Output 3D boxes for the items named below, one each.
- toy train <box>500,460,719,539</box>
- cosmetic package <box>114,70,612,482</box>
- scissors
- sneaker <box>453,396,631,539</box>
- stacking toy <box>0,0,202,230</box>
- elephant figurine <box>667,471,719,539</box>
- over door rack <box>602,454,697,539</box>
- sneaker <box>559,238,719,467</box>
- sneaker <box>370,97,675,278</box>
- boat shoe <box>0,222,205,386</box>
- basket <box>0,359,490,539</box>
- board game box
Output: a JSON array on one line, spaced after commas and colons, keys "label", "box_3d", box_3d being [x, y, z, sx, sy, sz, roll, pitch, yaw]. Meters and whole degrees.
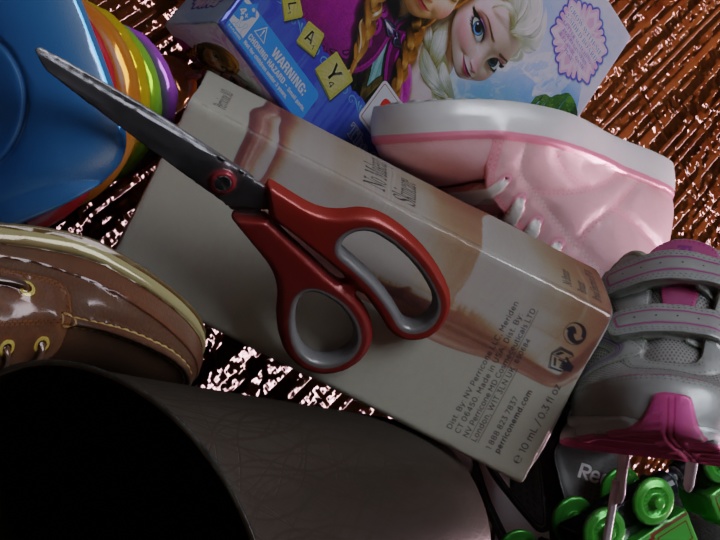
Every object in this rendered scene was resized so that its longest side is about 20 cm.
[{"label": "toy train", "box_3d": [0.126, 0.123, 1.172, 0.200, 0.042, 0.057, -29, 107, -20]}, {"label": "cosmetic package", "box_3d": [0.000, 0.000, 1.093, 0.199, 0.087, 0.103, 26, 11, -6]}, {"label": "scissors", "box_3d": [-0.041, -0.034, 1.000, 0.200, 0.073, 0.014, 50, 17, -27]}, {"label": "sneaker", "box_3d": [0.093, 0.123, 1.212, 0.066, 0.090, 0.201, 18, 53, -43]}, {"label": "stacking toy", "box_3d": [-0.122, -0.074, 1.090, 0.200, 0.116, 0.110, -13, 82, -69]}, {"label": "elephant figurine", "box_3d": [0.174, 0.149, 1.278, 0.200, 0.156, 0.141, -30, 54, -31]}, {"label": "over door rack", "box_3d": [0.103, 0.174, 1.061, 0.066, 0.201, 0.148, 19, 6, -16]}, {"label": "sneaker", "box_3d": [0.133, 0.032, 1.108, 0.200, 0.081, 0.089, -62, 160, -81]}, {"label": "sneaker", "box_3d": [0.080, -0.017, 1.185, 0.200, 0.075, 0.105, 15, 77, -48]}, {"label": "boat shoe", "box_3d": [-0.151, 0.019, 0.988, 0.200, 0.072, 0.068, 23, 47, -30]}, {"label": "basket", "box_3d": [-0.046, 0.114, 1.009, 0.180, 0.136, 0.200, 41, 19, 28]}, {"label": "board game box", "box_3d": [0.026, -0.114, 1.210, 0.200, 0.041, 0.200, 52, 58, -32]}]
